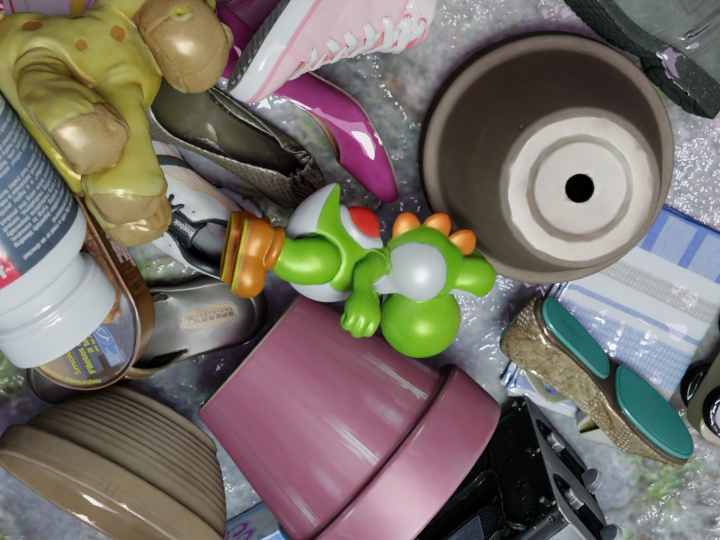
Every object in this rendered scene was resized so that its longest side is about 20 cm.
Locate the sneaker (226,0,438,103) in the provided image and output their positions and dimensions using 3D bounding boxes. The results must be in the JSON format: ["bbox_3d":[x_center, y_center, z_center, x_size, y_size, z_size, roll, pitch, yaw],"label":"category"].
[{"bbox_3d":[-0.007,-0.177,1.074,0.105,0.075,0.200,40,64,-14],"label":"sneaker"}]

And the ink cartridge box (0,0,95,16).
[{"bbox_3d":[-0.220,-0.227,1.068,0.199,0.067,0.117,-13,110,-4],"label":"ink cartridge box"}]

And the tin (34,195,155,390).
[{"bbox_3d":[-0.231,-0.006,1.116,0.112,0.042,0.200,-23,100,19],"label":"tin"}]

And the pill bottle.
[{"bbox_3d":[-0.257,-0.036,1.007,0.119,0.120,0.200,-32,117,3],"label":"pill bottle"}]

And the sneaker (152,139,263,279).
[{"bbox_3d":[-0.151,-0.058,1.128,0.200,0.080,0.074,30,104,-14],"label":"sneaker"}]

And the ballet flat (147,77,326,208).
[{"bbox_3d":[-0.110,-0.109,1.123,0.200,0.046,0.068,32,71,-18],"label":"ballet flat"}]

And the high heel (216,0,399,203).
[{"bbox_3d":[-0.054,-0.118,1.128,0.096,0.067,0.200,-35,95,-6],"label":"high heel"}]

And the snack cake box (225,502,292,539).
[{"bbox_3d":[-0.128,0.294,1.252,0.200,0.067,0.115,-30,109,3],"label":"snack cake box"}]

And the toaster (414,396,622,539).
[{"bbox_3d":[0.109,0.230,1.198,0.200,0.181,0.119,-41,110,14],"label":"toaster"}]

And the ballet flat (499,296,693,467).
[{"bbox_3d":[0.190,0.099,1.220,0.200,0.071,0.065,44,124,-16],"label":"ballet flat"}]

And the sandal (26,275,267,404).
[{"bbox_3d":[-0.170,0.057,1.173,0.199,0.055,0.082,-13,109,2],"label":"sandal"}]

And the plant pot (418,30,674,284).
[{"bbox_3d":[0.150,-0.073,1.103,0.200,0.175,0.201,-1,103,-3],"label":"plant pot"}]

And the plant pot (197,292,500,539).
[{"bbox_3d":[-0.019,0.121,1.157,0.179,0.200,0.200,42,98,-2],"label":"plant pot"}]

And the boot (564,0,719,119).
[{"bbox_3d":[0.244,-0.223,1.149,0.200,0.068,0.131,38,89,-20],"label":"boot"}]

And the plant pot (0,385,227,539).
[{"bbox_3d":[-0.177,0.153,1.155,0.201,0.201,0.093,35,68,-17],"label":"plant pot"}]

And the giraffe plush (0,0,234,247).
[{"bbox_3d":[-0.157,-0.142,1.008,0.162,0.173,0.200,-38,75,-11],"label":"giraffe plush"}]

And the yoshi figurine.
[{"bbox_3d":[-0.002,0.016,1.088,0.199,0.113,0.112,7,146,-14],"label":"yoshi figurine"}]

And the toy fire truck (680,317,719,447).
[{"bbox_3d":[0.391,0.094,1.241,0.200,0.129,0.176,29,96,-6],"label":"toy fire truck"}]

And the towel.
[{"bbox_3d":[0.223,0.041,1.243,0.147,0.024,0.200,23,103,-15],"label":"towel"}]
